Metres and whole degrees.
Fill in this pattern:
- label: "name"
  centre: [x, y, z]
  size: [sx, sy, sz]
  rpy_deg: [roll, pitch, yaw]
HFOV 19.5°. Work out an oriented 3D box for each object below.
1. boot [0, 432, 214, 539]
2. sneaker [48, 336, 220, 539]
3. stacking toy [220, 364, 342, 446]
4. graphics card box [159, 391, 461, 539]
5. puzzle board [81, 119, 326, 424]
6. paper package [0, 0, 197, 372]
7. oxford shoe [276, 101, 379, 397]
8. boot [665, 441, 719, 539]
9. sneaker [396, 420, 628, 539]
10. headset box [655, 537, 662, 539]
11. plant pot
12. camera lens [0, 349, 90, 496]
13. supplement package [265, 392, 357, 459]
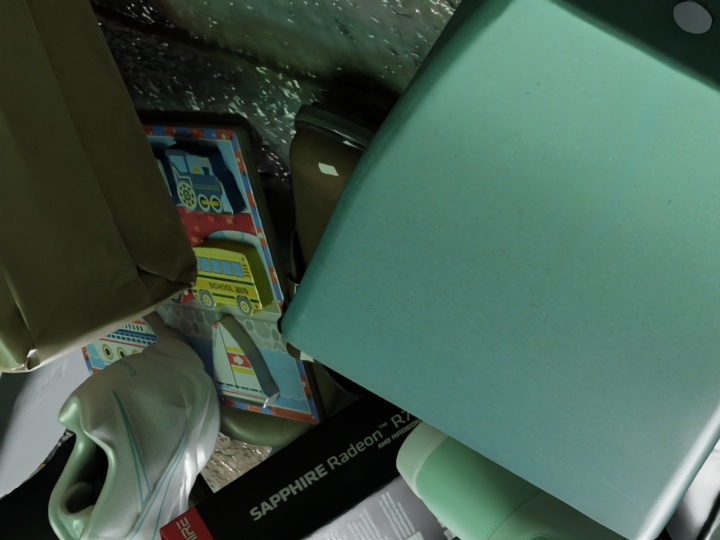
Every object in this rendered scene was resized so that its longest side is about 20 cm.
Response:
- label: "boot"
  centre: [-0.141, 0.186, 1.210]
  size: [0.204, 0.154, 0.073]
  rpy_deg: [55, 180, 24]
- label: "sneaker"
  centre: [-0.120, 0.134, 1.056]
  size: [0.070, 0.080, 0.201]
  rpy_deg: [20, 118, 42]
- label: "stacking toy"
  centre: [-0.075, 0.060, 1.181]
  size: [0.085, 0.086, 0.200]
  rpy_deg: [35, 164, -11]
- label: "graphics card box"
  centre: [0.014, 0.109, 0.988]
  size: [0.051, 0.200, 0.126]
  rpy_deg: [55, 176, 33]
- label: "puzzle board"
  centre: [-0.103, -0.003, 1.046]
  size: [0.200, 0.017, 0.151]
  rpy_deg: [7, 118, 50]
- label: "paper package"
  centre: [-0.188, -0.061, 0.921]
  size: [0.200, 0.103, 0.191]
  rpy_deg: [0, 115, 56]
- label: "oxford shoe"
  centre: [0.000, 0.000, 0.914]
  size: [0.073, 0.085, 0.200]
  rpy_deg: [25, 158, 23]
- label: "boot"
  centre: [0.105, 0.042, 0.878]
  size: [0.162, 0.073, 0.198]
  rpy_deg: [28, 158, 12]
- label: "sneaker"
  centre: [0.100, 0.133, 0.942]
  size: [0.118, 0.074, 0.200]
  rpy_deg: [51, -167, 32]
- label: "headset box"
  centre: [0.109, 0.242, 1.130]
  size: [0.174, 0.200, 0.093]
  rpy_deg: [51, -178, -46]
- label: "plant pot"
  centre: [0.082, -0.040, 0.624]
  size: [0.141, 0.141, 0.200]
  rpy_deg: [30, 153, 4]
- label: "camera lens"
  centre: [-0.277, 0.031, 1.276]
  size: [0.200, 0.160, 0.160]
  rpy_deg: [26, 160, 14]
- label: "supplement package"
  centre: [0.033, 0.166, 1.205]
  size: [0.121, 0.120, 0.200]
  rpy_deg: [18, 156, 35]
